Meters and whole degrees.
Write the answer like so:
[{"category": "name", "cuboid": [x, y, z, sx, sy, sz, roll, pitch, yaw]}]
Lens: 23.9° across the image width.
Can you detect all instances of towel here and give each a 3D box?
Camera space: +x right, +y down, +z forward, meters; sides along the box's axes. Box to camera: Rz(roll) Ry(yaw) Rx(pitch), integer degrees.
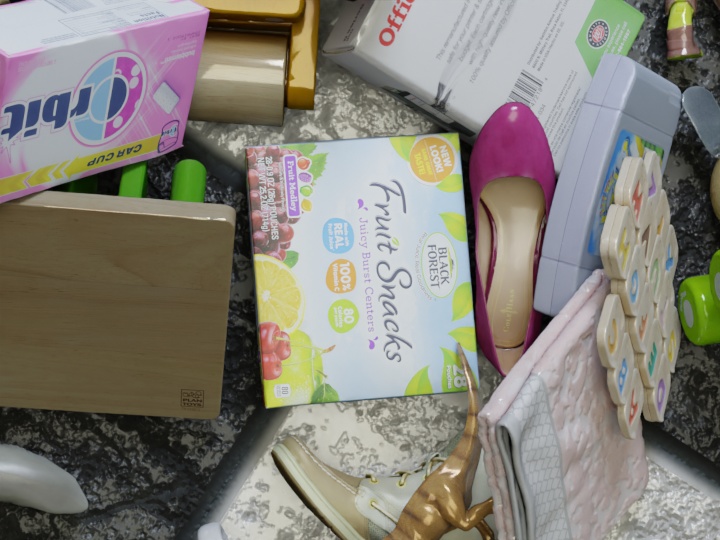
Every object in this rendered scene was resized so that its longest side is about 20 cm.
[{"category": "towel", "cuboid": [0.155, 0.130, 1.244, 0.191, 0.032, 0.201, -45, 134, -41]}]

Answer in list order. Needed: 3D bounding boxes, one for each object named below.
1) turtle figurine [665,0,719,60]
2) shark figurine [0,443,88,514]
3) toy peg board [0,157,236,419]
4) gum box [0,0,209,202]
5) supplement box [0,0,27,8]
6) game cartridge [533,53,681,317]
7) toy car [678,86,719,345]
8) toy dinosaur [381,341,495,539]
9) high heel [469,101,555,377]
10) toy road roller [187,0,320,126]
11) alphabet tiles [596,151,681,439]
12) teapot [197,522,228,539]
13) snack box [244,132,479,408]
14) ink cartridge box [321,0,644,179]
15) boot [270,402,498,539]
[{"category": "turtle figurine", "cuboid": [0.278, -0.256, 1.351, 0.199, 0.064, 0.162, -12, 88, -5]}, {"category": "shark figurine", "cuboid": [-0.328, 0.173, 1.268, 0.214, 0.090, 0.129, -28, 88, -8]}, {"category": "toy peg board", "cuboid": [-0.196, 0.002, 1.267, 0.199, 0.098, 0.200, 4, 131, -4]}, {"category": "gum box", "cuboid": [-0.198, -0.131, 1.193, 0.066, 0.200, 0.114, 33, 125, 28]}, {"category": "supplement box", "cuboid": [-0.344, -0.188, 1.227, 0.199, 0.200, 0.135, -34, 89, -5]}, {"category": "game cartridge", "cuboid": [0.188, -0.058, 1.294, 0.040, 0.133, 0.201, 17, 94, 32]}, {"category": "toy car", "cuboid": [0.325, -0.060, 1.312, 0.163, 0.158, 0.201, -9, 76, -9]}, {"category": "toy dinosaur", "cuboid": [0.066, 0.166, 1.247, 0.106, 0.060, 0.200, 34, 83, -6]}, {"category": "high heel", "cuboid": [0.116, -0.021, 1.263, 0.067, 0.096, 0.201, -4, 124, 2]}, {"category": "toy road roller", "cuboid": [-0.091, -0.215, 1.275, 0.122, 0.146, 0.201, 3, 87, -2]}, {"category": "alphabet tiles", "cuboid": [0.213, 0.017, 1.271, 0.015, 0.200, 0.196, 2, 47, 24]}, {"category": "teapot", "cuboid": [-0.065, 0.313, 1.253, 0.199, 0.146, 0.198, 24, 85, -2]}, {"category": "snack box", "cuboid": [0.000, 0.000, 1.313, 0.168, 0.068, 0.201, -4, 88, -5]}, {"category": "ink cartridge box", "cuboid": [0.093, -0.181, 1.298, 0.199, 0.084, 0.146, 30, 85, -19]}, {"category": "boot", "cuboid": [0.045, 0.158, 1.307, 0.200, 0.072, 0.155, 42, 85, -7]}]
